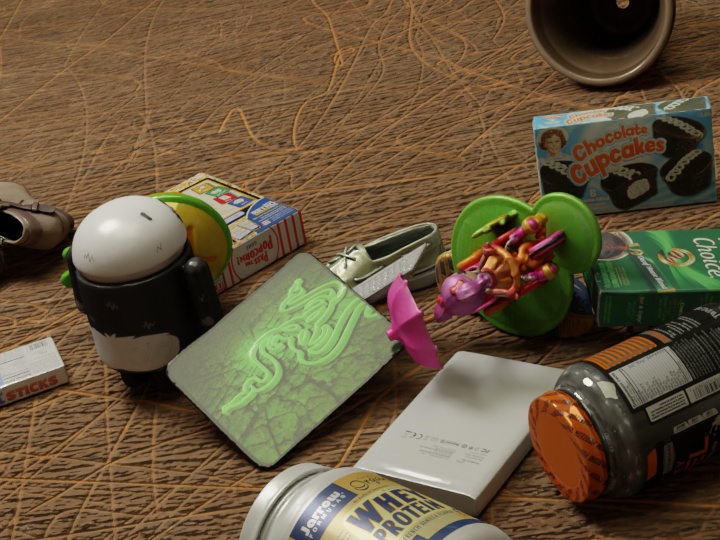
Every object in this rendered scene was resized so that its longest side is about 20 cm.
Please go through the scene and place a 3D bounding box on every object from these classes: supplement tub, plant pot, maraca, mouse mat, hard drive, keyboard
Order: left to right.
[{"bbox_3d":[-0.233,-0.014,1.752,0.198,0.138,0.108,-26,31,18],"label":"maraca"},{"bbox_3d":[-0.073,0.084,1.573,0.200,0.008,0.161,-40,62,-21],"label":"mouse mat"},{"bbox_3d":[-0.012,0.032,1.648,0.199,0.011,0.057,-32,20,32],"label":"keyboard"},{"bbox_3d":[0.014,0.237,1.235,0.199,0.146,0.144,18,39,41],"label":"supplement tub"},{"bbox_3d":[0.099,0.147,1.490,0.131,0.027,0.200,9,35,32],"label":"hard drive"},{"bbox_3d":[0.340,-0.359,2.170,0.198,0.203,0.174,2,13,22],"label":"plant pot"},{"bbox_3d":[0.252,0.117,1.390,0.198,0.124,0.122,-22,31,-19],"label":"supplement tub"}]

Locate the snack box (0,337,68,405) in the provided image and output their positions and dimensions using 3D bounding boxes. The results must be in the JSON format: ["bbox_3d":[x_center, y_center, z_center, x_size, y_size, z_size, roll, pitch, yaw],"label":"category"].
[{"bbox_3d":[-0.413,0.126,1.704,0.198,0.025,0.072,-19,31,-15],"label":"snack box"}]

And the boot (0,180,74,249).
[{"bbox_3d":[-0.450,-0.070,1.973,0.197,0.071,0.146,10,7,17],"label":"boot"}]

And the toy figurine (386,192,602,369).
[{"bbox_3d":[0.111,0.020,1.533,0.183,0.151,0.199,-31,-1,-43],"label":"toy figurine"}]

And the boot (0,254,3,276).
[{"bbox_3d":[-0.544,0.007,1.916,0.198,0.074,0.151,12,33,23],"label":"boot"}]

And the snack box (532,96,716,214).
[{"bbox_3d":[0.298,-0.126,1.813,0.197,0.117,0.037,-6,29,9],"label":"snack box"}]

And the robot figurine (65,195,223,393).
[{"bbox_3d":[-0.221,0.022,1.640,0.148,0.202,0.125,-14,28,-5],"label":"robot figurine"}]

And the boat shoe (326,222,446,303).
[{"bbox_3d":[0.000,0.000,1.747,0.198,0.063,0.072,-20,30,-14],"label":"boat shoe"}]

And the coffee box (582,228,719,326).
[{"bbox_3d":[0.321,0.005,1.577,0.197,0.044,0.123,-1,30,-1],"label":"coffee box"}]

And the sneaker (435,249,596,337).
[{"bbox_3d":[0.175,0.007,1.666,0.199,0.076,0.088,21,33,37],"label":"sneaker"}]

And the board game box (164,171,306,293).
[{"bbox_3d":[-0.184,-0.047,1.910,0.151,0.047,0.199,-30,35,-31],"label":"board game box"}]

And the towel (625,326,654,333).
[{"bbox_3d":[0.371,0.017,1.635,0.197,0.023,0.145,-5,31,14],"label":"towel"}]
